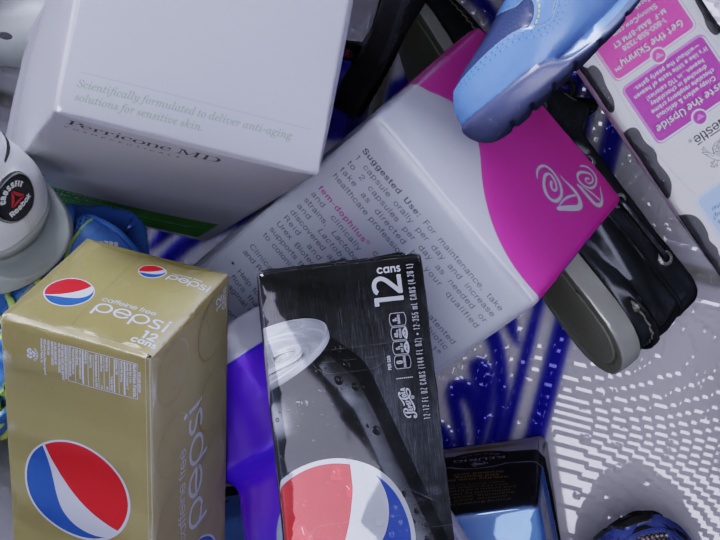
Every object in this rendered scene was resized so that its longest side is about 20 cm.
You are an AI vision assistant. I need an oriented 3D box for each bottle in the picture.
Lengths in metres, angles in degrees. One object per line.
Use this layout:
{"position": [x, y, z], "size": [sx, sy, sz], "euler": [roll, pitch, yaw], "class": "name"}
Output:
{"position": [-0.004, 0.109, 0.786], "size": [0.083, 0.065, 0.201], "euler": [-31, 87, 1], "class": "bottle"}

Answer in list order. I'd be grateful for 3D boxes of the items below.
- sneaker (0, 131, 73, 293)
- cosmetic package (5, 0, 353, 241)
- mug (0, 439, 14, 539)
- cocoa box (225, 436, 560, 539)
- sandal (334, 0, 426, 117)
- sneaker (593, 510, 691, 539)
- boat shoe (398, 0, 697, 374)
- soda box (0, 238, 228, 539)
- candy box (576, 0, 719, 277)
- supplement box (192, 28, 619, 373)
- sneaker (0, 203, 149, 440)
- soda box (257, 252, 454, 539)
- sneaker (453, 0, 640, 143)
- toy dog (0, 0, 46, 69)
{"position": [-0.208, -0.061, 0.772], "size": [0.199, 0.089, 0.074], "euler": [15, 57, 29], "class": "sneaker"}
{"position": [-0.083, -0.074, 0.790], "size": [0.107, 0.200, 0.085], "euler": [13, 81, -14], "class": "cosmetic package"}
{"position": [-0.218, 0.093, 0.837], "size": [0.174, 0.148, 0.201], "euler": [16, 68, -8], "class": "mug"}
{"position": [-0.003, 0.166, 0.891], "size": [0.199, 0.131, 0.134], "euler": [-8, 98, 7], "class": "cocoa box"}
{"position": [0.005, -0.117, 0.789], "size": [0.045, 0.200, 0.075], "euler": [31, 73, -1], "class": "sandal"}
{"position": [0.157, 0.208, 0.901], "size": [0.075, 0.078, 0.201], "euler": [-19, 99, -12], "class": "sneaker"}
{"position": [0.088, -0.053, 0.882], "size": [0.066, 0.075, 0.200], "euler": [-31, 79, -15], "class": "boat shoe"}
{"position": [-0.094, 0.093, 0.755], "size": [0.064, 0.068, 0.201], "euler": [14, 122, 17], "class": "soda box"}
{"position": [0.124, -0.098, 0.835], "size": [0.061, 0.136, 0.200], "euler": [-35, 93, 10], "class": "candy box"}
{"position": [0.000, 0.000, 0.840], "size": [0.103, 0.101, 0.200], "euler": [49, 131, -2], "class": "supplement box"}
{"position": [-0.148, 0.023, 0.774], "size": [0.076, 0.200, 0.105], "euler": [41, 119, -2], "class": "sneaker"}
{"position": [0.002, 0.098, 0.718], "size": [0.063, 0.071, 0.201], "euler": [-7, 85, -4], "class": "soda box"}
{"position": [0.085, -0.142, 0.729], "size": [0.082, 0.074, 0.201], "euler": [33, 90, -1], "class": "sneaker"}
{"position": [-0.231, -0.081, 0.888], "size": [0.199, 0.132, 0.097], "euler": [-22, 59, 16], "class": "toy dog"}
